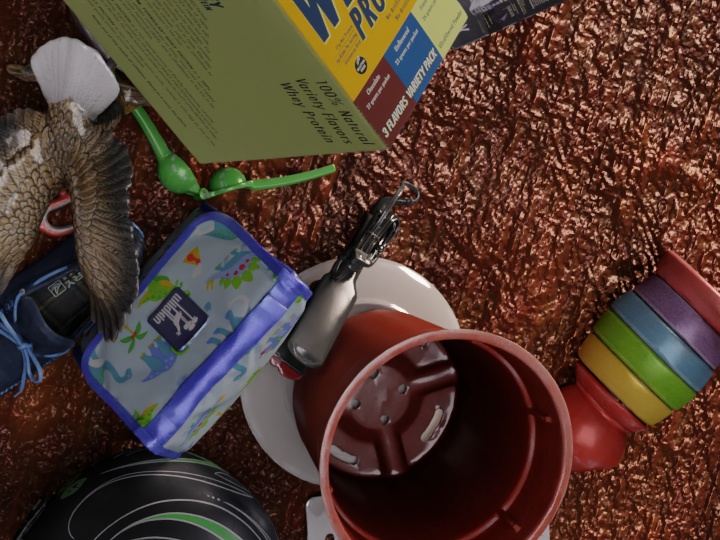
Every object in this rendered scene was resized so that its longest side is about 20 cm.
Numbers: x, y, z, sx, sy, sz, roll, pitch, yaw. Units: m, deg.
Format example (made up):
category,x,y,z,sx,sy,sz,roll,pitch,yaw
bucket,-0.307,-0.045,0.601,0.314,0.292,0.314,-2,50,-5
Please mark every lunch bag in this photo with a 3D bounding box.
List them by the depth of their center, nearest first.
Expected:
category,x,y,z,sx,sy,sz,roll,pitch,yaw
lunch bag,-0.125,0.049,1.500,0.127,0.200,0.170,41,89,-20

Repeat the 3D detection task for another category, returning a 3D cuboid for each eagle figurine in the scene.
category,x,y,z,sx,sy,sz,roll,pitch,yaw
eagle figurine,-0.221,-0.061,1.451,0.151,0.151,0.201,32,63,-31

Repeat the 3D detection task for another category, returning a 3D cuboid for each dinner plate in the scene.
category,x,y,z,sx,sy,sz,roll,pitch,yaw
dinner plate,-0.003,0.088,1.638,0.199,0.024,0.201,-3,102,-15

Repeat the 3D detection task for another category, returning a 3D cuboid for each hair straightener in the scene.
category,x,y,z,sx,sy,sz,roll,pitch,yaw
hair straightener,0.000,0.000,1.563,0.041,0.077,0.200,42,60,-10

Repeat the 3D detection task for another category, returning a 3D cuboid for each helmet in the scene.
category,x,y,z,sx,sy,sz,roll,pitch,yaw
helmet,-0.156,0.237,1.537,0.190,0.200,0.201,-26,107,-18

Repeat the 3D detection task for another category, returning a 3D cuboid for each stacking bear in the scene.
category,x,y,z,sx,sy,sz,roll,pitch,yaw
stacking bear,0.233,0.091,1.666,0.114,0.121,0.200,42,95,-21

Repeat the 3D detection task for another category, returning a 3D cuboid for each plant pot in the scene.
category,x,y,z,sx,sy,sz,roll,pitch,yaw
plant pot,0.039,0.122,1.541,0.200,0.195,0.202,-3,103,-16

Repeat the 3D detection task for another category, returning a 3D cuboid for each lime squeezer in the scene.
category,x,y,z,sx,sy,sz,roll,pitch,yaw
lime squeezer,-0.120,-0.087,1.568,0.199,0.038,0.071,21,63,-18

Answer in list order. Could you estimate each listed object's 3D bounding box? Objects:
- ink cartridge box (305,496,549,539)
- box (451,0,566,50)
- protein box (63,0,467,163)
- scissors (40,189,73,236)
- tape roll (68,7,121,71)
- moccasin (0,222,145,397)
category,x,y,z,sx,sy,sz,roll,pitch,yaw
ink cartridge box,0.058,0.240,1.661,0.199,0.067,0.117,-8,104,-15
box,0.102,-0.296,1.541,0.157,0.050,0.201,-23,108,21
protein box,-0.073,-0.195,1.389,0.199,0.199,0.135,51,56,-33
scissors,-0.288,-0.033,1.534,0.199,0.014,0.073,-32,110,-10
tape roll,-0.134,-0.239,1.527,0.202,0.037,0.204,-3,101,-15
moccasin,-0.252,0.032,1.525,0.080,0.068,0.200,42,92,-24
